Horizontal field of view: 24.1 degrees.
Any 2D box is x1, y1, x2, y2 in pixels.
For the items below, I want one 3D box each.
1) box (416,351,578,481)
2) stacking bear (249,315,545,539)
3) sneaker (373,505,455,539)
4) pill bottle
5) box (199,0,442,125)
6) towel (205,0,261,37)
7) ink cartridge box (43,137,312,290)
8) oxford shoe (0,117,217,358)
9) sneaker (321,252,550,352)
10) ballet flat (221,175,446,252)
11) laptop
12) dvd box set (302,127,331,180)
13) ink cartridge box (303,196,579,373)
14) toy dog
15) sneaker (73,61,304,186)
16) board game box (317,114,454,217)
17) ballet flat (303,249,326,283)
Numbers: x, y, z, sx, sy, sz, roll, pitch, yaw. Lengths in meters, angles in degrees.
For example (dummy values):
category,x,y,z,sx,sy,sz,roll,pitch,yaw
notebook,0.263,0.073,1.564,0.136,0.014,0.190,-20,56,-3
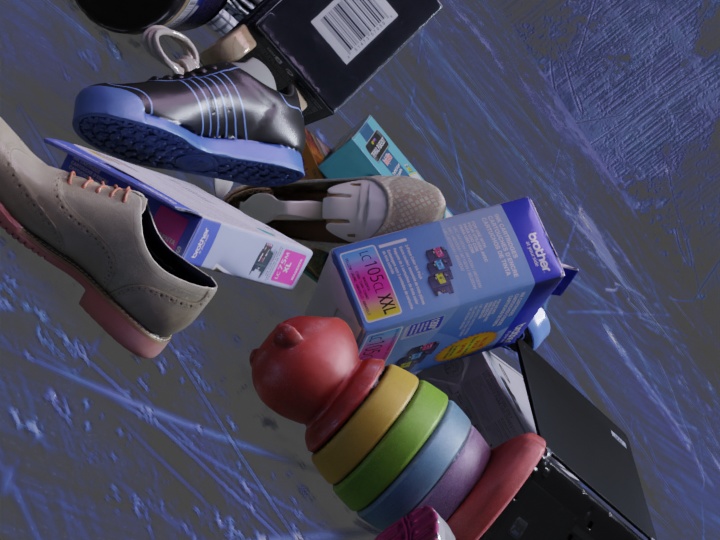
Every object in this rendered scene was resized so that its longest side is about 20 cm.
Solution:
category,x,y,z,sx,sy,sz,roll,pitch,yaw
box,0.123,0.139,1.475,0.117,0.060,0.200,63,9,20
stacking bear,0.010,0.109,1.193,0.200,0.114,0.121,40,-26,-2
sneaker,0.045,0.238,1.067,0.088,0.081,0.200,44,25,-30
pill bottle,-0.175,-0.267,1.493,0.112,0.112,0.200,52,15,0
box,-0.040,-0.217,1.552,0.107,0.148,0.200,48,-17,-11
towel,-0.117,-0.306,1.807,0.165,0.085,0.200,38,20,-39
ink cartridge box,-0.127,-0.037,1.163,0.119,0.042,0.200,29,3,24
oxford shoe,-0.172,-0.038,1.049,0.200,0.074,0.071,46,17,-19
sneaker,0.060,0.023,1.419,0.199,0.070,0.078,31,57,6
ballet flat,-0.028,-0.042,1.335,0.062,0.199,0.068,9,81,-54
laptop,0.148,0.191,1.352,0.177,0.200,0.103,40,-9,-36
dvd box set,-0.001,-0.041,1.645,0.146,0.029,0.200,38,20,-43
ink cartridge box,0.068,0.017,1.307,0.137,0.199,0.077,115,-45,-63
toy dog,-0.129,-0.129,1.407,0.200,0.096,0.132,-16,75,-60
sneaker,-0.126,-0.119,1.255,0.199,0.070,0.078,13,67,-41
board game box,0.047,-0.052,1.659,0.200,0.047,0.151,50,14,-6
ballet flat,0.000,0.000,1.487,0.200,0.071,0.071,44,17,-28
